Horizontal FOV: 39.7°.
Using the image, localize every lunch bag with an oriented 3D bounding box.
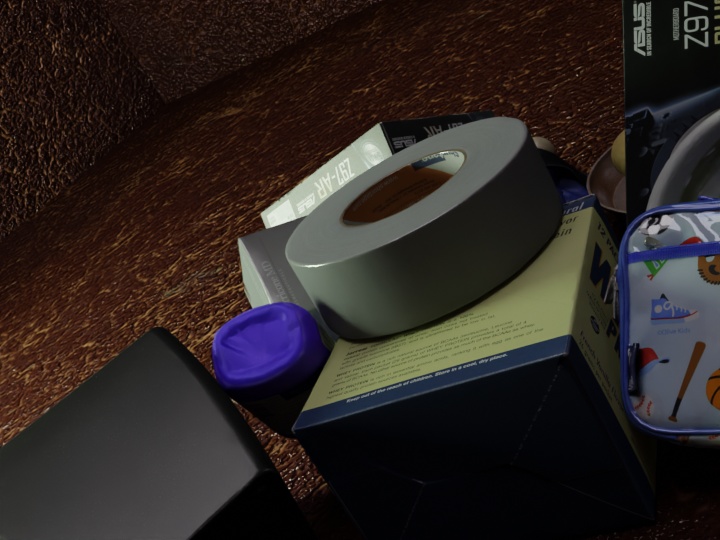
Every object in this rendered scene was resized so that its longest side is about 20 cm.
[{"bbox_3d":[0.245,0.025,0.588,0.199,0.075,0.161,-5,73,35],"label":"lunch bag"}]

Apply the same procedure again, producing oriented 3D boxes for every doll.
[{"bbox_3d":[0.189,-0.086,0.993,0.200,0.136,0.049,-89,21,-60],"label":"doll"}]

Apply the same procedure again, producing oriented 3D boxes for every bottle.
[{"bbox_3d":[-0.043,0.093,0.784,0.083,0.200,0.065,-22,60,9],"label":"bottle"}]

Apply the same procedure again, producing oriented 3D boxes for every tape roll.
[{"bbox_3d":[0.045,-0.035,0.739,0.200,0.066,0.200,-26,19,10],"label":"tape roll"}]

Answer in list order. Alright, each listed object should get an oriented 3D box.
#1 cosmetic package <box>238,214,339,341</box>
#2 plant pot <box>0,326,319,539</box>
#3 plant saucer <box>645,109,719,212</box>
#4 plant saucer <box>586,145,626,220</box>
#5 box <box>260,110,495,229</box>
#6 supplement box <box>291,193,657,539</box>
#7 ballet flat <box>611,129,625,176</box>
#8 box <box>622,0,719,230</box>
[{"bbox_3d":[0.000,0.000,0.895,0.199,0.090,0.107,-19,54,-19],"label":"cosmetic package"},{"bbox_3d":[-0.131,0.192,0.691,0.200,0.200,0.177,-40,33,-23],"label":"plant pot"},{"bbox_3d":[0.285,-0.017,0.643,0.200,0.201,0.050,-16,-12,34],"label":"plant saucer"},{"bbox_3d":[0.311,-0.096,0.921,0.200,0.035,0.200,-23,25,11],"label":"plant saucer"},{"bbox_3d":[0.021,-0.087,0.975,0.160,0.044,0.200,-14,-12,-44],"label":"box"},{"bbox_3d":[0.093,0.076,0.704,0.199,0.135,0.200,-20,23,27],"label":"supplement box"},{"bbox_3d":[0.287,-0.098,0.822,0.200,0.069,0.063,-3,24,44],"label":"ballet flat"},{"bbox_3d":[0.284,-0.113,0.727,0.163,0.201,0.086,1,3,33],"label":"box"}]
